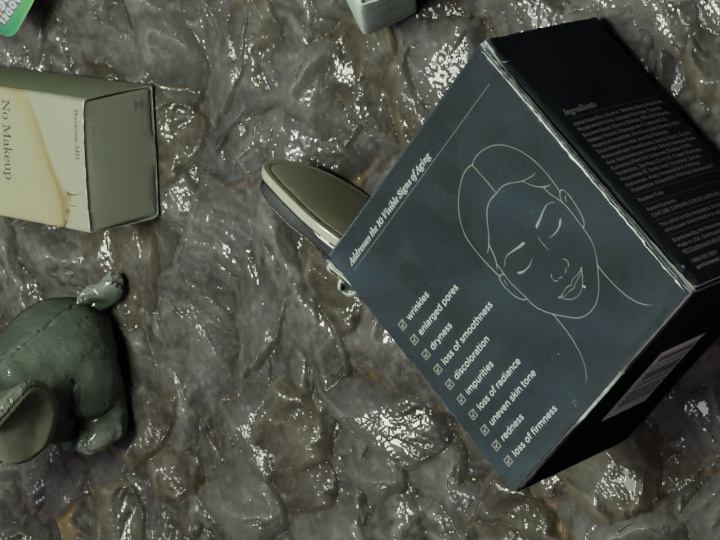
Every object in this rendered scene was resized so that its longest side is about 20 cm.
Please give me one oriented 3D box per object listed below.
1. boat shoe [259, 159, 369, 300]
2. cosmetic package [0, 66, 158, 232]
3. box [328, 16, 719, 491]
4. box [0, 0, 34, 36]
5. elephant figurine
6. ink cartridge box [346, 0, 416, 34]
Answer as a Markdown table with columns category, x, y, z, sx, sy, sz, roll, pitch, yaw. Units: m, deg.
| category | x | y | z | sx | sy | sz | roll | pitch | yaw |
| --- | --- | --- | --- | --- | --- | --- | --- | --- | --- |
| boat shoe | 0.000 | 0.000 | 1.545 | 0.200 | 0.073 | 0.063 | 39 | 121 | 22 |
| cosmetic package | -0.247 | -0.095 | 1.741 | 0.200 | 0.073 | 0.104 | 10 | 108 | 41 |
| box | 0.117 | -0.011 | 1.401 | 0.197 | 0.124 | 0.200 | 51 | 130 | 18 |
| box | -0.287 | -0.282 | 1.744 | 0.200 | 0.048 | 0.117 | 52 | 130 | 21 |
| elephant figurine | -0.277 | 0.102 | 1.733 | 0.141 | 0.200 | 0.155 | -9 | 95 | 43 |
| ink cartridge box | -0.023 | -0.260 | 1.442 | 0.044 | 0.174 | 0.200 | -24 | 83 | 0 |
